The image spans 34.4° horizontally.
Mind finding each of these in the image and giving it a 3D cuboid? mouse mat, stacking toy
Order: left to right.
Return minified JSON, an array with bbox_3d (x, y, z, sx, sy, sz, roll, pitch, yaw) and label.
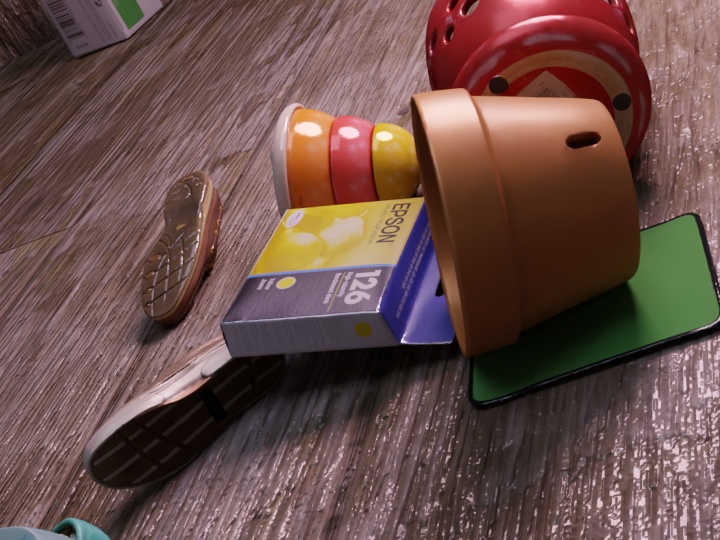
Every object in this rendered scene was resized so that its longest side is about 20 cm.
[{"bbox_3d":[0.016,-0.106,1.214,0.198,0.147,0.147,-2,33,12],"label":"stacking toy"},{"bbox_3d":[0.174,0.027,0.895,0.199,0.008,0.161,-22,26,20],"label":"mouse mat"}]

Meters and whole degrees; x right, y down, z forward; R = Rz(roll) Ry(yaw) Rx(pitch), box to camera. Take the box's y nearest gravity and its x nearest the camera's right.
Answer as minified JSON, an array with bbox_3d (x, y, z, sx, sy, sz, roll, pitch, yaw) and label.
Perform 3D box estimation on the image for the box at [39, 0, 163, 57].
[{"bbox_3d":[-0.621,-0.649,2.759,0.199,0.200,0.172,-10,32,34],"label":"box"}]

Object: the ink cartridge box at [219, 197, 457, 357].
[{"bbox_3d":[0.000,0.000,1.028,0.198,0.047,0.198,-7,29,20],"label":"ink cartridge box"}]

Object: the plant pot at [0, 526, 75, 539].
[{"bbox_3d":[-0.204,0.258,0.713,0.199,0.162,0.201,-25,26,13],"label":"plant pot"}]

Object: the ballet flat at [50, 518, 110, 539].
[{"bbox_3d":[-0.267,0.265,0.873,0.067,0.071,0.200,-1,39,46],"label":"ballet flat"}]

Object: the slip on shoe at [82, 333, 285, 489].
[{"bbox_3d":[-0.158,0.114,1.017,0.200,0.076,0.060,-38,34,-22],"label":"slip on shoe"}]

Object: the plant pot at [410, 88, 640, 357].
[{"bbox_3d":[0.124,-0.048,0.879,0.139,0.202,0.200,-13,26,0],"label":"plant pot"}]

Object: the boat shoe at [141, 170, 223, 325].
[{"bbox_3d":[-0.191,-0.019,1.311,0.071,0.068,0.201,-14,47,26],"label":"boat shoe"}]

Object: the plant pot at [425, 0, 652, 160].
[{"bbox_3d":[0.159,-0.173,1.059,0.199,0.201,0.183,-22,33,17],"label":"plant pot"}]
